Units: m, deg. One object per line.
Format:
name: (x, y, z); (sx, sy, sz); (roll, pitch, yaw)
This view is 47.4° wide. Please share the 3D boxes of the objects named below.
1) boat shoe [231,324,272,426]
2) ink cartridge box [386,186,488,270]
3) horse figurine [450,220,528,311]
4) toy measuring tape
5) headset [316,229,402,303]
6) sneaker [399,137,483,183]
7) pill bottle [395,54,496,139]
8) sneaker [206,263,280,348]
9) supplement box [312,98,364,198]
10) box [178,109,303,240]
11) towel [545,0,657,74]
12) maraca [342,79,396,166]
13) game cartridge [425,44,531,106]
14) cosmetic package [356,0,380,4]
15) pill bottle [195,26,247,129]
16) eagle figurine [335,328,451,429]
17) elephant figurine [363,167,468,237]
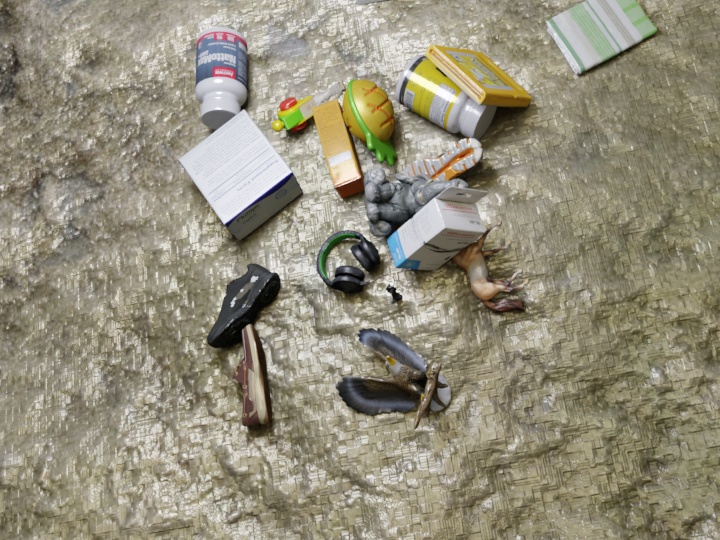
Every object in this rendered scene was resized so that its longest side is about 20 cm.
boat shoe: (-0.225, 0.211, 1.639); (0.070, 0.072, 0.205); (-12, 76, 4)
ink cartridge box: (0.157, -0.077, 1.586); (0.200, 0.114, 0.069); (-41, 58, 44)
horse figurine: (0.254, 0.000, 1.628); (0.131, 0.050, 0.203); (-26, 74, 14)
toy measuring tape: (-0.123, -0.368, 1.828); (0.199, 0.074, 0.073); (-40, 68, -22)
headset: (0.000, 0.000, 1.680); (0.198, 0.094, 0.125); (31, 83, 34)
sneaker: (0.173, -0.208, 1.709); (0.197, 0.077, 0.080); (-23, 86, 21)
pill bottle: (0.182, -0.363, 1.735); (0.198, 0.115, 0.115); (33, 79, 18)
sneaker: (-0.253, 0.072, 1.697); (0.090, 0.076, 0.201); (32, 72, 28)
supplement box: (-0.046, -0.264, 1.767); (0.068, 0.067, 0.204); (-21, 69, 8)
box: (-0.256, -0.204, 1.765); (0.183, 0.105, 0.201); (-37, 68, -4)
towel: (0.520, -0.523, 1.778); (0.197, 0.031, 0.151); (-26, 71, -2)
maraca: (0.024, -0.316, 1.743); (0.106, 0.136, 0.204); (-28, 73, 30)
game cartridge: (0.250, -0.404, 1.702); (0.177, 0.198, 0.033); (48, 126, 24)
cosmetic package: (0.021, -0.689, 1.829); (0.099, 0.200, 0.076); (-7, 69, 7)
pill bottle: (-0.313, -0.429, 1.846); (0.117, 0.120, 0.205); (-6, 71, 8)
eagle figurine: (0.069, 0.202, 1.574); (0.197, 0.154, 0.150); (9, 26, 43)
elephant figurine: (0.109, -0.139, 1.639); (0.195, 0.144, 0.157); (-8, 37, 0)
